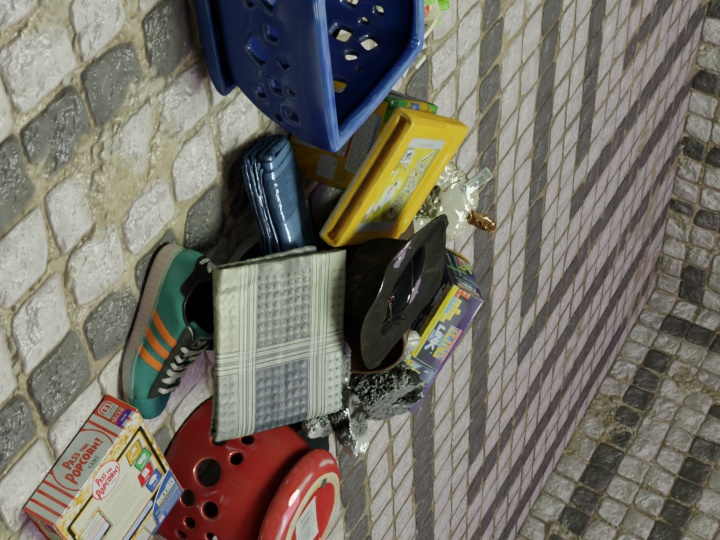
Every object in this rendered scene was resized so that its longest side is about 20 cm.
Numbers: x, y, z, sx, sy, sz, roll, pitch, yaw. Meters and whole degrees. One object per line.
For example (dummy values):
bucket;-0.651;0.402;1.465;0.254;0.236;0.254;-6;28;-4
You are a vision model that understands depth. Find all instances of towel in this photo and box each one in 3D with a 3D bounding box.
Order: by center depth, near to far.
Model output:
towel;-0.092;0.076;1.357;0.191;0.034;0.203;-9;107;-43
towel;-0.089;-0.050;1.425;0.112;0.048;0.202;-62;140;-66

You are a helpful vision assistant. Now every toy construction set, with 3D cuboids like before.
toy construction set;0.067;-0.340;1.556;0.201;0.091;0.133;83;11;-62

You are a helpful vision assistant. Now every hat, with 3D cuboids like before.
hat;0.027;0.011;1.447;0.201;0.080;0.202;-50;155;-33

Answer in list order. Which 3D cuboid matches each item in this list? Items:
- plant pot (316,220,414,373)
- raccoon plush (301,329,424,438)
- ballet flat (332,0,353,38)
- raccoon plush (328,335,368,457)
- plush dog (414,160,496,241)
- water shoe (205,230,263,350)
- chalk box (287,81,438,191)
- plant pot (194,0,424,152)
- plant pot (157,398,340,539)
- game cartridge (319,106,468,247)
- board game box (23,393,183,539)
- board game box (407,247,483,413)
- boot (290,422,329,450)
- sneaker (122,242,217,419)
plant pot;0.000;0.000;1.626;0.188;0.185;0.201;83;23;-49
raccoon plush;-0.003;0.131;1.667;0.198;0.135;0.097;-12;149;-24
ballet flat;-0.047;-0.260;1.425;0.202;0.046;0.067;-63;158;-14
raccoon plush;-0.083;0.144;1.510;0.096;0.133;0.203;-23;103;-49
plush dog;0.108;-0.103;1.803;0.172;0.159;0.202;-134;-119;-75
water shoe;-0.132;0.030;1.445;0.200;0.078;0.072;-50;152;-38
chalk box;0.011;-0.169;1.536;0.199;0.123;0.126;-11;121;-64
plant pot;-0.056;-0.271;1.222;0.200;0.178;0.201;-51;152;-34
plant pot;-0.133;0.278;1.537;0.201;0.181;0.202;-51;152;-41
game cartridge;0.045;-0.107;1.456;0.177;0.032;0.199;-58;160;16
board game box;-0.277;0.254;1.354;0.152;0.046;0.201;-56;154;-28
board game box;0.098;0.083;1.790;0.201;0.056;0.166;-59;-166;18
boot;-0.083;0.233;1.746;0.200;0.073;0.162;-60;155;-3
sneaker;-0.200;0.077;1.328;0.071;0.079;0.202;-18;126;-62
